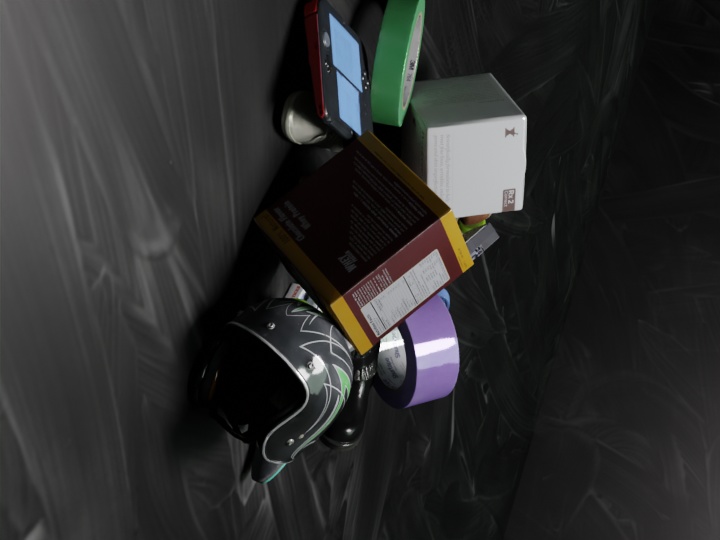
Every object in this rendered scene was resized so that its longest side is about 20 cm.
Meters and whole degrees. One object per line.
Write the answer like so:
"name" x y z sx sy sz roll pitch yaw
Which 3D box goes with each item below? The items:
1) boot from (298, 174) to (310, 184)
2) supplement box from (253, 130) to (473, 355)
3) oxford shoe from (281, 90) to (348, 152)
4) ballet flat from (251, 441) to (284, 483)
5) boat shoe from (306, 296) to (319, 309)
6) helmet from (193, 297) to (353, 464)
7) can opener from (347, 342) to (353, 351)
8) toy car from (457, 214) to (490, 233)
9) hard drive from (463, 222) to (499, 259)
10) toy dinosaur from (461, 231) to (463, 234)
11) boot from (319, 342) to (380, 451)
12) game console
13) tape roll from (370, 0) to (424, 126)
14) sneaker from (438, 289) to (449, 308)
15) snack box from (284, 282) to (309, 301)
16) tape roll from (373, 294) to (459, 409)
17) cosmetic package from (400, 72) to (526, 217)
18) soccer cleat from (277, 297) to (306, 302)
"boot" -0.043 -0.082 1.632 0.200 0.075 0.108 9 100 -69
"supplement box" 0.004 -0.039 1.488 0.200 0.197 0.133 -38 143 -7
"oxford shoe" -0.052 -0.205 1.550 0.200 0.057 0.076 11 95 -67
"ballet flat" -0.110 0.224 1.661 0.200 0.073 0.073 -49 148 -28
"boat shoe" -0.026 0.033 1.650 0.201 0.062 0.072 -61 153 -6
"helmet" -0.102 0.132 1.443 0.191 0.199 0.200 -60 159 6
"can opener" -0.001 0.081 1.722 0.200 0.067 0.053 -37 -174 -27
"toy car" 0.124 -0.117 1.985 0.199 0.158 0.165 -32 147 -26
"hard drive" 0.137 -0.011 1.954 0.140 0.200 0.038 -39 98 -36
"toy dinosaur" 0.110 -0.042 1.905 0.102 0.077 0.200 -14 156 -35
"boot" -0.014 0.169 1.798 0.212 0.079 0.158 -76 179 -47
"game console" -0.024 -0.263 1.528 0.200 0.031 0.178 28 52 -67
"tape roll" 0.057 -0.323 1.691 0.200 0.048 0.202 12 90 -84
"sneaker" 0.101 0.068 1.999 0.200 0.070 0.078 -47 -155 50
"snack box" -0.087 0.106 1.696 0.072 0.024 0.200 -62 155 -29
"tape roll" 0.079 0.126 1.868 0.084 0.200 0.201 -12 121 -25
"cosmetic package" 0.163 -0.205 1.814 0.200 0.164 0.166 -111 -165 -59
"soccer cleat" -0.128 0.131 1.571 0.081 0.067 0.201 16 97 -39
